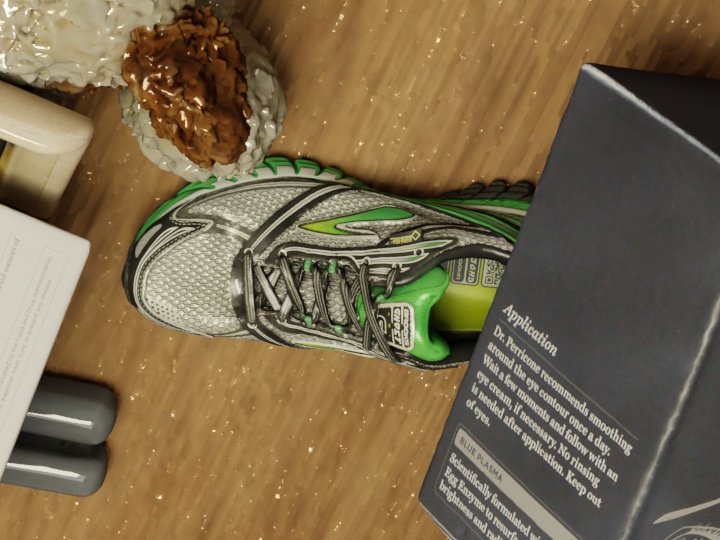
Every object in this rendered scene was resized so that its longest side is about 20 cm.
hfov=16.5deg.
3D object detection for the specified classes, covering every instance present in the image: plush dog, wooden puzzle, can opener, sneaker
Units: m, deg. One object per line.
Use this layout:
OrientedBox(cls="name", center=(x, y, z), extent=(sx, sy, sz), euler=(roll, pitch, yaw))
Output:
OrientedBox(cls="plush dog", center=(-0.108, -0.117, 0.938), extent=(0.200, 0.172, 0.161), euler=(21, 110, -7))
OrientedBox(cls="wooden puzzle", center=(-0.198, -0.066, 0.949), extent=(0.185, 0.200, 0.037), euler=(22, 82, -8))
OrientedBox(cls="can opener", center=(-0.207, 0.064, 1.067), extent=(0.200, 0.067, 0.053), euler=(11, 112, -3))
OrientedBox(cls="sneaker", center=(0.000, 0.000, 1.030), extent=(0.200, 0.085, 0.078), euler=(-2, 112, 2))

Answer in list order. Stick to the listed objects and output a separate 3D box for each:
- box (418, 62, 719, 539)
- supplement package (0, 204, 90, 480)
OrientedBox(cls="box", center=(0.157, 0.037, 0.983), extent=(0.196, 0.117, 0.200), euler=(3, 117, -37))
OrientedBox(cls="supplement package", center=(-0.227, 0.013, 0.978), extent=(0.200, 0.120, 0.121), euler=(23, 76, -12))
